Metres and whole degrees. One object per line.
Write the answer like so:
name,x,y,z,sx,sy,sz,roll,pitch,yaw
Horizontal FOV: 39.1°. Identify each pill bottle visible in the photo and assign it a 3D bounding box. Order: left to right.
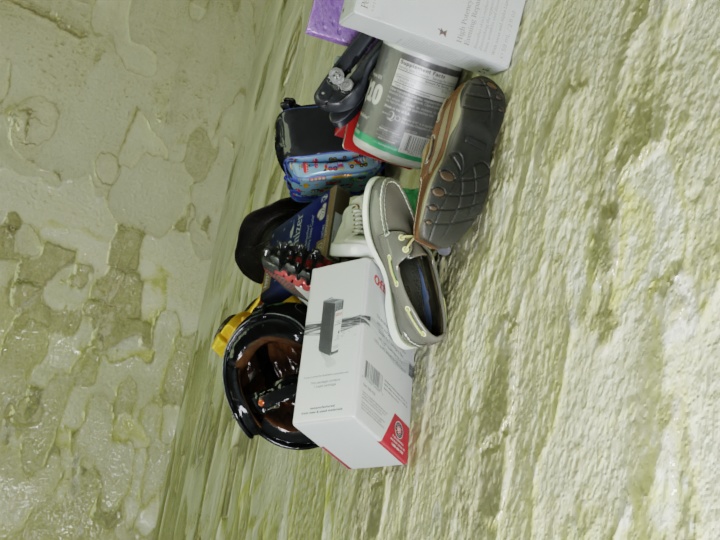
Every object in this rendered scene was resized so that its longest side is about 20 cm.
pill bottle,0.070,-0.247,1.337,0.113,0.111,0.203,-119,46,-68

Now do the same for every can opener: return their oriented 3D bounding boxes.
can opener,0.005,-0.292,1.379,0.202,0.063,0.079,-58,-5,-8

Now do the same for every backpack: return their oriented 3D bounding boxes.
backpack,-0.045,-0.178,1.583,0.200,0.179,0.137,109,155,-75

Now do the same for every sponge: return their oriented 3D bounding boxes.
sponge,0.029,-0.360,1.423,0.030,0.196,0.114,-171,95,-77

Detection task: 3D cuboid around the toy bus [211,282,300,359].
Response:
toy bus,-0.120,0.066,1.608,0.194,0.135,0.200,-60,-13,22

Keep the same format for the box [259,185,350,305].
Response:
box,-0.090,-0.026,1.454,0.199,0.032,0.123,-33,41,45

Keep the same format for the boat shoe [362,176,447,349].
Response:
boat shoe,0.055,-0.012,1.166,0.060,0.071,0.206,-12,91,51

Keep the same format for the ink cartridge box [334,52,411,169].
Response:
ink cartridge box,0.032,-0.244,1.464,0.067,0.114,0.204,147,136,-68

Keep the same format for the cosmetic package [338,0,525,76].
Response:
cosmetic package,0.084,-0.308,1.178,0.074,0.197,0.104,-175,99,-74

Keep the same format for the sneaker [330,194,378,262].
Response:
sneaker,0.001,-0.054,1.274,0.200,0.071,0.086,-134,56,-80

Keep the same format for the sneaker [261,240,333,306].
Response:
sneaker,-0.046,0.035,1.339,0.071,0.198,0.099,-69,4,-52

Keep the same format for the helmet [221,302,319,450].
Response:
helmet,-0.096,0.147,1.411,0.191,0.196,0.204,34,-111,-74

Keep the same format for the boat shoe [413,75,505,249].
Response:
boat shoe,0.106,-0.121,1.158,0.073,0.075,0.203,3,69,61

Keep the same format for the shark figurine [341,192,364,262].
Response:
shark figurine,-0.011,-0.017,1.450,0.089,0.126,0.219,31,-122,-61

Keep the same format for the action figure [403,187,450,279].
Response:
action figure,0.066,-0.063,1.293,0.200,0.054,0.120,-148,72,-70

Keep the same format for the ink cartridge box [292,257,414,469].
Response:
ink cartridge box,-0.001,0.109,1.186,0.082,0.144,0.203,-9,56,25

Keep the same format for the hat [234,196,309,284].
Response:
hat,-0.119,-0.025,1.719,0.202,0.197,0.082,-64,35,36
